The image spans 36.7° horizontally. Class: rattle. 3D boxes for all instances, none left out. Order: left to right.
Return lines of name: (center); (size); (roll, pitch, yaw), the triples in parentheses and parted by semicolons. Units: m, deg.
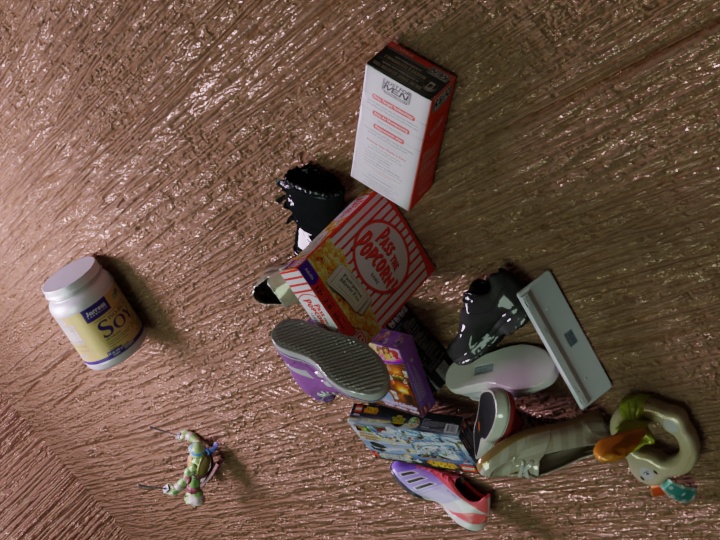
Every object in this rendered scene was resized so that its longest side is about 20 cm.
rattle: (0.386, 0.278, 1.460); (0.129, 0.143, 0.201); (5, 126, 19)

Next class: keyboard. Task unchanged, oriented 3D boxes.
keyboard: (0.275, 0.095, 1.451); (0.201, 0.056, 0.011); (58, 164, -20)

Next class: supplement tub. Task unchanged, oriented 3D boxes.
supplement tub: (-0.547, 0.088, 2.230); (0.145, 0.145, 0.201); (1, 128, 46)

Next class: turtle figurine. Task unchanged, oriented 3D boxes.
turtle figurine: (-0.409, 0.445, 2.476); (0.194, 0.199, 0.144); (86, 163, -50)

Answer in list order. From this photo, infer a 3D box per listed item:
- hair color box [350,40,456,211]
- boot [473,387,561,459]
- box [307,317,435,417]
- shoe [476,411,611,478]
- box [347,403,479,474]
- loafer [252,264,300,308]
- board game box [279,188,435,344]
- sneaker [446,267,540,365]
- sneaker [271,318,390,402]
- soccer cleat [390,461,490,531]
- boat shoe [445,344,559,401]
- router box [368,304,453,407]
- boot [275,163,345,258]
hair color box: (0.051, -0.180, 1.386); (0.101, 0.061, 0.200); (33, 146, 17)
boot: (0.242, 0.218, 1.557); (0.143, 0.073, 0.200); (-2, 154, 0)
box: (0.012, 0.145, 1.681); (0.199, 0.039, 0.137); (11, 133, 40)
shoe: (0.259, 0.252, 1.512); (0.070, 0.199, 0.054); (84, 165, -52)
box: (0.094, 0.275, 1.780); (0.199, 0.040, 0.137); (4, 147, 28)
loafer: (-0.107, 0.024, 1.765); (0.076, 0.068, 0.200); (54, 145, -14)
board game box: (0.000, 0.000, 1.508); (0.046, 0.200, 0.152); (-11, 119, 51)
sneaker: (0.174, 0.061, 1.518); (0.091, 0.076, 0.200); (49, 137, 5)
sneaker: (-0.027, 0.142, 1.455); (0.200, 0.073, 0.115); (27, 148, 40)
soccer cleat: (0.141, 0.373, 1.895); (0.199, 0.068, 0.074); (30, 120, 27)
boat shoe: (0.215, 0.160, 1.579); (0.199, 0.072, 0.068); (-19, 141, 42)
router box: (0.041, 0.136, 1.734); (0.150, 0.062, 0.200); (49, 146, -8)
boot: (-0.034, -0.062, 1.599); (0.198, 0.073, 0.163); (24, 138, 29)
